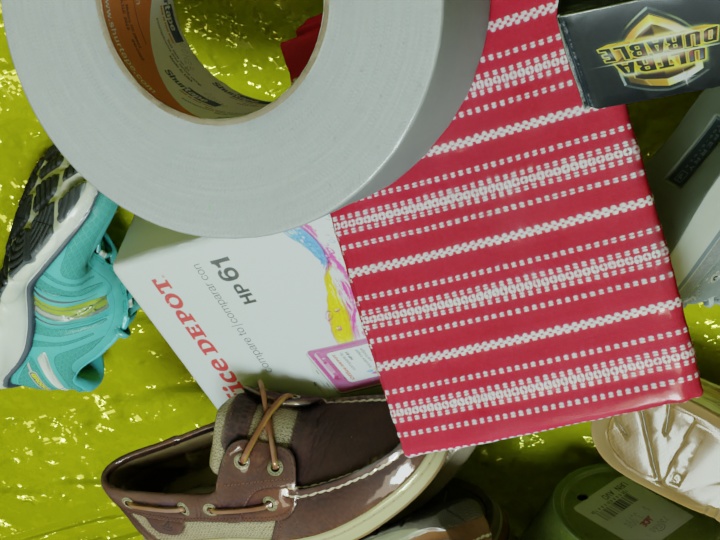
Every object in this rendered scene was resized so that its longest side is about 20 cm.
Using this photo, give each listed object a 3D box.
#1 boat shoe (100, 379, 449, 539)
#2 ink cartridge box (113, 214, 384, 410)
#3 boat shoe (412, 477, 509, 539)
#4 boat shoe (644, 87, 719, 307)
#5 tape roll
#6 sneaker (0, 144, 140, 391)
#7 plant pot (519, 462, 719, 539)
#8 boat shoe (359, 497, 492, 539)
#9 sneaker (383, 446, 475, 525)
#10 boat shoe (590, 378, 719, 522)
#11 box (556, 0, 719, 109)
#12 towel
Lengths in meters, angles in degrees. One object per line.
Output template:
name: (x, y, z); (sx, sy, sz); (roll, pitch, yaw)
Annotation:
boat shoe: (-0.048, 0.094, 0.856); (0.199, 0.072, 0.072); (-17, 129, 36)
ink cartridge box: (0.000, 0.000, 0.860); (0.199, 0.085, 0.145); (-14, 127, 26)
boat shoe: (0.016, 0.176, 1.034); (0.199, 0.072, 0.068); (-18, 130, 39)
boat shoe: (0.156, -0.018, 0.773); (0.071, 0.070, 0.201); (36, 98, -31)
tape roll: (-0.049, -0.117, 0.717); (0.199, 0.066, 0.201); (5, 103, 22)
sneaker: (-0.151, 0.001, 0.916); (0.079, 0.078, 0.200); (14, 143, -12)
plant pot: (0.138, 0.217, 0.977); (0.186, 0.187, 0.201); (9, 119, 6)
boat shoe: (0.005, 0.190, 0.943); (0.200, 0.075, 0.074); (-41, 72, 41)
sneaker: (-0.009, 0.102, 0.965); (0.075, 0.071, 0.200); (36, 129, -18)
boat shoe: (0.216, 0.109, 0.895); (0.200, 0.069, 0.074); (35, 115, 6)
box: (0.178, -0.139, 0.639); (0.199, 0.159, 0.046); (-10, 128, 21)
towel: (0.055, -0.028, 0.740); (0.144, 0.022, 0.201); (-14, 95, 25)
